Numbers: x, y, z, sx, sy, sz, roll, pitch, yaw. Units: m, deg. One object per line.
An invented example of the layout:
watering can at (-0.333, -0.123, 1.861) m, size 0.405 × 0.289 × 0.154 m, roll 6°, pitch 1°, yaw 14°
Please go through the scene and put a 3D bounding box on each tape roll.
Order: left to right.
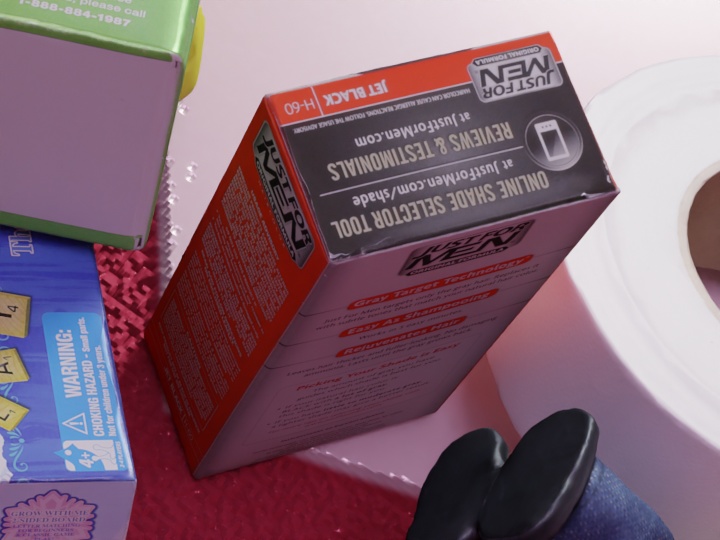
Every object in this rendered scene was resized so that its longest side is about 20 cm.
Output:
tape roll at (0.149, 0.020, 0.960) m, size 0.202 × 0.071 × 0.203 m, roll 13°, pitch 49°, yaw -16°

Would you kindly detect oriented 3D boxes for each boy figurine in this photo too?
boy figurine at (0.097, 0.133, 0.904) m, size 0.200 × 0.124 × 0.064 m, roll 51°, pitch 46°, yaw -27°

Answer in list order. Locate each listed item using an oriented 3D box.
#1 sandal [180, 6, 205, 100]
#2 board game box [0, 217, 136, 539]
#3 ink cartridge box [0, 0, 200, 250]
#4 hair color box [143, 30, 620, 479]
sandal at (-0.125, -0.137, 0.974) m, size 0.087 × 0.080 × 0.200 m, roll -25°, pitch 69°, yaw -21°
board game box at (-0.180, 0.001, 0.798) m, size 0.199 × 0.041 × 0.200 m, roll -1°, pitch 46°, yaw -17°
ink cartridge box at (-0.120, -0.113, 0.841) m, size 0.145 × 0.084 × 0.200 m, roll 12°, pitch 42°, yaw -5°
hair color box at (0.000, 0.000, 0.877) m, size 0.101 × 0.200 × 0.061 m, roll -14°, pitch 72°, yaw -22°
